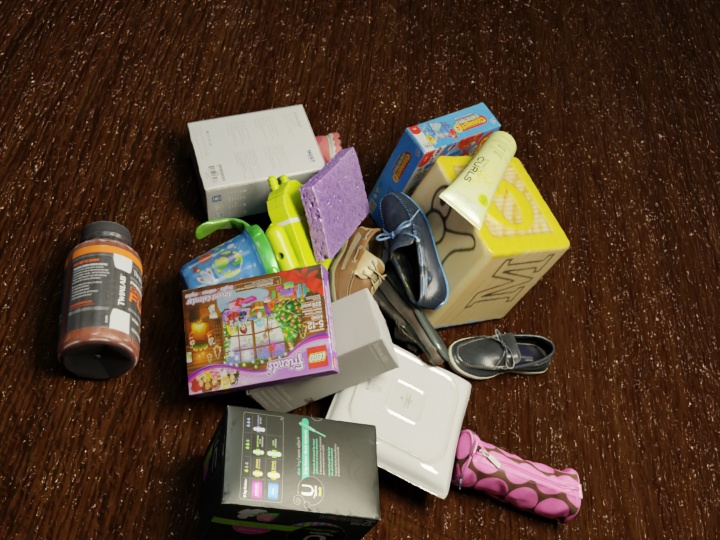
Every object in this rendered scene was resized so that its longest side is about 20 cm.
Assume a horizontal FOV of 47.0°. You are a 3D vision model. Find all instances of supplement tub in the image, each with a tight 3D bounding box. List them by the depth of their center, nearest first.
[{"bbox_3d":[-0.347,0.034,1.111,0.104,0.108,0.204,6,53,-21],"label":"supplement tub"}]

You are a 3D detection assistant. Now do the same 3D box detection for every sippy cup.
[{"bbox_3d":[-0.186,0.020,1.184,0.128,0.143,0.178,-21,33,-16],"label":"sippy cup"}]

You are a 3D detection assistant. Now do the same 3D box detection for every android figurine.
[{"bbox_3d":[-0.089,-0.048,1.241,0.204,0.040,0.182,69,19,-3],"label":"android figurine"}]

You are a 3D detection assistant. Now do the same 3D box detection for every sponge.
[{"bbox_3d":[-0.037,-0.106,1.274,0.029,0.114,0.200,-6,22,22],"label":"sponge"}]

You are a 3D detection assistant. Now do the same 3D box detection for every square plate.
[{"bbox_3d":[0.060,0.192,1.174,0.195,0.029,0.202,27,47,-5],"label":"square plate"}]

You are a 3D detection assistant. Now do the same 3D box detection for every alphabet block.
[{"bbox_3d":[0.183,-0.047,1.349,0.193,0.201,0.198,-7,58,-37],"label":"alphabet block"}]

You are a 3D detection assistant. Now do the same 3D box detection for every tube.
[{"bbox_3d":[0.185,-0.141,1.251,0.057,0.053,0.201,8,40,28],"label":"tube"}]

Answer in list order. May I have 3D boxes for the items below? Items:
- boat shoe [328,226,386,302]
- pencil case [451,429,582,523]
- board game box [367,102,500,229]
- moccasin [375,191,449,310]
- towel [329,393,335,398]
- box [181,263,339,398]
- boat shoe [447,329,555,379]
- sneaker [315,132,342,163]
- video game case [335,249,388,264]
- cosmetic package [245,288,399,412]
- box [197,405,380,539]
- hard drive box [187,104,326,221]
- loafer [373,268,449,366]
[{"bbox_3d":[0.000,0.000,1.267,0.203,0.072,0.076,-83,151,-46],"label":"boat shoe"},{"bbox_3d":[0.226,0.299,1.195,0.196,0.094,0.092,20,50,-11],"label":"pencil case"},{"bbox_3d":[0.122,-0.180,1.434,0.193,0.201,0.056,-25,68,-36],"label":"board game box"},{"bbox_3d":[0.076,-0.037,1.273,0.067,0.080,0.203,-2,57,-44],"label":"moccasin"},{"bbox_3d":[0.046,0.202,1.212,0.199,0.049,0.112,41,48,8],"label":"towel"},{"bbox_3d":[-0.131,0.079,1.072,0.195,0.039,0.141,-11,74,9],"label":"box"},{"bbox_3d":[0.230,0.133,1.342,0.195,0.063,0.076,3,56,-22],"label":"boat shoe"},{"bbox_3d":[-0.070,-0.160,1.421,0.084,0.075,0.203,-2,43,-7],"label":"sneaker"},{"bbox_3d":[-0.064,-0.012,1.337,0.180,0.023,0.201,33,49,1],"label":"video game case"},{"bbox_3d":[-0.055,0.114,1.128,0.196,0.107,0.092,-21,58,9],"label":"cosmetic package"},{"bbox_3d":[-0.091,0.266,1.030,0.195,0.149,0.127,10,52,-18],"label":"box"},{"bbox_3d":[-0.167,-0.175,1.333,0.195,0.078,0.158,-12,54,-14],"label":"hard drive box"},{"bbox_3d":[0.072,0.082,1.280,0.072,0.062,0.201,48,8,-44],"label":"loafer"}]
